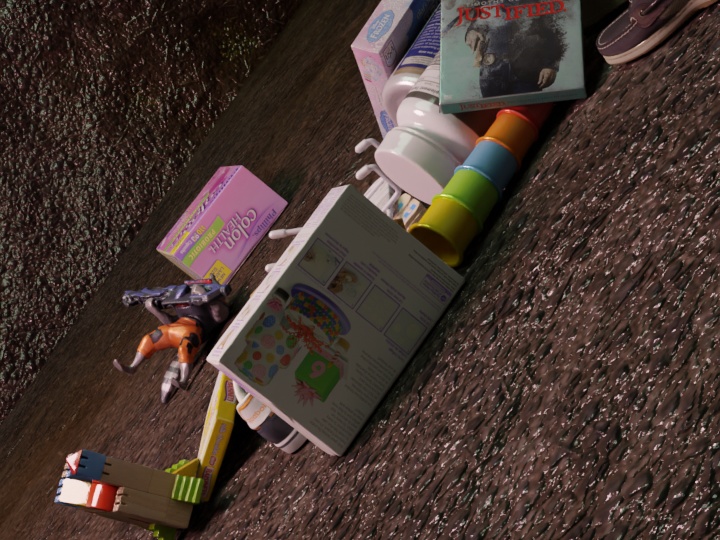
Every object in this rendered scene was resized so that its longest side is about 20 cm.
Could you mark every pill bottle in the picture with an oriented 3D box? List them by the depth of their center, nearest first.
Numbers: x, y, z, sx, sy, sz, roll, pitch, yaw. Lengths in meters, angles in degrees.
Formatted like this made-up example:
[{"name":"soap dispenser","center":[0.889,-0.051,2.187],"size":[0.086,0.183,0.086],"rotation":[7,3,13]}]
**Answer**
[{"name":"pill bottle","center":[0.110,-0.170,1.534],"size":[0.200,0.114,0.114],"rotation":[-55,15,-13]},{"name":"pill bottle","center":[0.118,-0.244,1.691],"size":[0.200,0.116,0.116],"rotation":[-58,16,-25]}]

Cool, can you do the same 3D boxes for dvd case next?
[{"name":"dvd case","center":[0.150,-0.249,1.482],"size":[0.145,0.022,0.201],"rotation":[-5,58,14]}]

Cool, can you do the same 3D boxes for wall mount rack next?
[{"name":"wall mount rack","center":[-0.026,-0.062,1.707],"size":[0.174,0.075,0.200],"rotation":[-48,13,15]}]

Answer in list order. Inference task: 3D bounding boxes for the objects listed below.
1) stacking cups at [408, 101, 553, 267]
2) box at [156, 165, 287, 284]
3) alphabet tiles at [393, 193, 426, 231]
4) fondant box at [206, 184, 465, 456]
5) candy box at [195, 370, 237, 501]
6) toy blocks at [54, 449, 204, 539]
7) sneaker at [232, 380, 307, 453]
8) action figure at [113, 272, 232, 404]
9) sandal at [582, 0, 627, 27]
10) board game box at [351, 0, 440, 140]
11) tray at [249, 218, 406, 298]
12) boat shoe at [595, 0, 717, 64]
[{"name":"stacking cups","center":[0.120,-0.096,1.437],"size":[0.200,0.060,0.060],"rotation":[-55,15,-26]},{"name":"box","center":[-0.222,-0.069,2.352],"size":[0.176,0.097,0.200],"rotation":[-53,15,-6]},{"name":"alphabet tiles","center":[0.000,0.000,1.653],"size":[0.200,0.015,0.196],"rotation":[-51,14,1]},{"name":"fondant box","center":[-0.021,0.044,1.342],"size":[0.200,0.144,0.058],"rotation":[-54,15,-12]},{"name":"candy box","center":[-0.156,0.161,1.646],"size":[0.200,0.026,0.102],"rotation":[-89,19,-67]},{"name":"toy blocks","center":[-0.257,0.233,1.572],"size":[0.200,0.136,0.100],"rotation":[151,134,-68]},{"name":"sneaker","center":[-0.077,0.094,1.505],"size":[0.078,0.079,0.200],"rotation":[-48,17,25]},{"name":"action figure","center":[-0.262,0.082,2.097],"size":[0.200,0.105,0.194],"rotation":[2,45,42]},{"name":"sandal","center":[0.266,-0.307,1.534],"size":[0.070,0.078,0.211],"rotation":[-22,2,-37]},{"name":"board game box","center":[0.075,-0.266,1.771],"size":[0.043,0.199,0.200],"rotation":[18,62,28]},{"name":"tray","center":[-0.033,0.004,1.477],"size":[0.098,0.037,0.200],"rotation":[-10,-13,-23]},{"name":"boat shoe","center":[0.275,-0.255,1.331],"size":[0.200,0.065,0.072],"rotation":[-33,24,53]}]
